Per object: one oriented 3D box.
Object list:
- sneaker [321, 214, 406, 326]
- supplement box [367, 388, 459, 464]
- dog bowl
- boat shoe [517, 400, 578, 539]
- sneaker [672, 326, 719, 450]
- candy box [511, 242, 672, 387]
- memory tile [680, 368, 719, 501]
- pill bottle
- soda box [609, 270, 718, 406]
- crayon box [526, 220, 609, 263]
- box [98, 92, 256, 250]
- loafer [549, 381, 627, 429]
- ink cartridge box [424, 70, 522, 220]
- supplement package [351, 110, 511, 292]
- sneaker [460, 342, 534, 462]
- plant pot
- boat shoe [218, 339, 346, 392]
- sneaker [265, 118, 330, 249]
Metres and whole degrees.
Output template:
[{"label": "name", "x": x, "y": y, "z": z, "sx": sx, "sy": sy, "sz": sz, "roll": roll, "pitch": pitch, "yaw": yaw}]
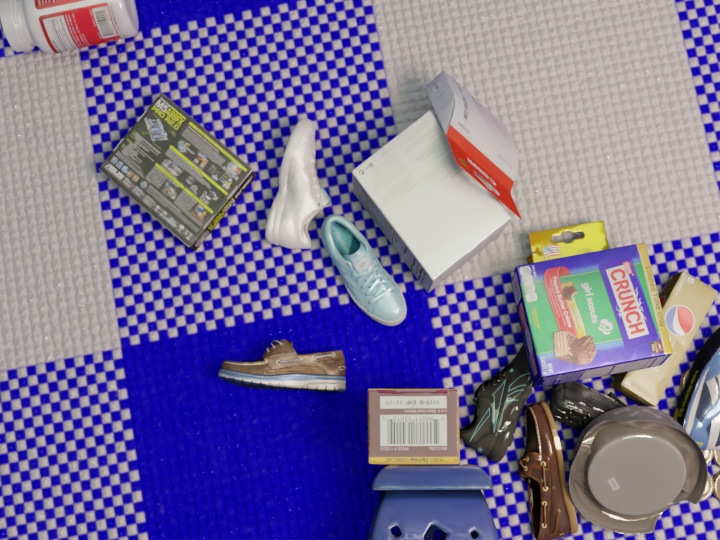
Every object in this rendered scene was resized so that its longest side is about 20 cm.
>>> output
[{"label": "sneaker", "x": 0.000, "y": 0.000, "z": 1.459, "sx": 0.074, "sy": 0.082, "sz": 0.201, "roll": -39, "pitch": 83, "yaw": -3}, {"label": "supplement box", "x": 0.075, "y": 0.223, "z": 1.368, "sx": 0.128, "sy": 0.200, "sz": 0.106, "roll": -1, "pitch": 82, "yaw": 1}, {"label": "dog bowl", "x": 0.400, "y": 0.288, "z": 1.383, "sx": 0.195, "sy": 0.059, "sz": 0.204, "roll": 2, "pitch": 115, "yaw": 5}, {"label": "boat shoe", "x": 0.271, "y": 0.302, "z": 1.419, "sx": 0.069, "sy": 0.070, "sz": 0.204, "roll": -11, "pitch": 82, "yaw": -4}, {"label": "sneaker", "x": 0.536, "y": 0.175, "z": 1.416, "sx": 0.081, "sy": 0.074, "sz": 0.203, "roll": 22, "pitch": 92, "yaw": 5}, {"label": "candy box", "x": 0.336, "y": 0.066, "z": 1.386, "sx": 0.196, "sy": 0.077, "sz": 0.173, "roll": -10, "pitch": 73, "yaw": -2}, {"label": "memory tile", "x": 0.563, "y": 0.254, "z": 1.448, "sx": 0.150, "sy": 0.017, "sz": 0.205, "roll": 3, "pitch": 83, "yaw": 2}, {"label": "pill bottle", "x": -0.464, "y": -0.411, "z": 1.509, "sx": 0.196, "sy": 0.112, "sz": 0.115, "roll": -12, "pitch": 82, "yaw": -1}, {"label": "soda box", "x": 0.462, "y": 0.106, "z": 1.443, "sx": 0.063, "sy": 0.068, "sz": 0.202, "roll": 30, "pitch": 84, "yaw": 4}, {"label": "crayon box", "x": 0.333, "y": 0.034, "z": 1.464, "sx": 0.124, "sy": 0.051, "sz": 0.205, "roll": -8, "pitch": 83, "yaw": 0}, {"label": "box", "x": -0.290, "y": -0.157, "z": 1.506, "sx": 0.199, "sy": 0.044, "sz": 0.161, "roll": 39, "pitch": 84, "yaw": 5}, {"label": "loafer", "x": 0.380, "y": 0.217, "z": 1.430, "sx": 0.197, "sy": 0.068, "sz": 0.071, "roll": 22, "pitch": 52, "yaw": -5}, {"label": "ink cartridge box", "x": 0.182, "y": -0.189, "z": 1.403, "sx": 0.057, "sy": 0.202, "sz": 0.162, "roll": -43, "pitch": 127, "yaw": 19}, {"label": "supplement package", "x": 0.103, "y": -0.099, "z": 1.436, "sx": 0.151, "sy": 0.151, "sz": 0.201, "roll": -37, "pitch": 83, "yaw": -4}, {"label": "sneaker", "x": 0.218, "y": 0.185, "z": 1.435, "sx": 0.078, "sy": 0.075, "sz": 0.203, "roll": 24, "pitch": 83, "yaw": 6}, {"label": "plant pot", "x": 0.102, "y": 0.372, "z": 1.355, "sx": 0.195, "sy": 0.200, "sz": 0.184, "roll": 0, "pitch": 76, "yaw": 2}, {"label": "boat shoe", "x": -0.119, "y": 0.146, "z": 1.454, "sx": 0.196, "sy": 0.072, "sz": 0.074, "roll": 5, "pitch": 77, "yaw": -8}, {"label": "sneaker", "x": -0.085, "y": -0.133, "z": 1.485, "sx": 0.087, "sy": 0.075, "sz": 0.204, "roll": 14, "pitch": 93, "yaw": 7}]
